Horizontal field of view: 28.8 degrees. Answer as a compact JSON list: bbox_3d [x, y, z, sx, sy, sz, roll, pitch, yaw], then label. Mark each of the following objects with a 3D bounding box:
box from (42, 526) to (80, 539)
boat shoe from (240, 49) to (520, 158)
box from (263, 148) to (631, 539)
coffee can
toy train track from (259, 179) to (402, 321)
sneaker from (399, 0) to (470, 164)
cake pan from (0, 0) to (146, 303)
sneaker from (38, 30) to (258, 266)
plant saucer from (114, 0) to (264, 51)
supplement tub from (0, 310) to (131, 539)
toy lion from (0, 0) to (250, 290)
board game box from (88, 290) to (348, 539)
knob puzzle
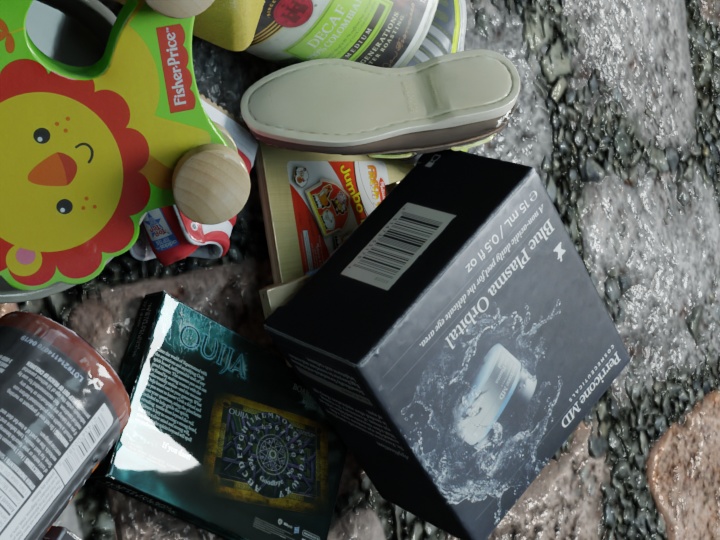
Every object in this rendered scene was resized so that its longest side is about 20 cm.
[{"bbox_3d":[-0.168,0.282,0.884,0.200,0.048,0.160,45,58,-29],"label":"box"},{"bbox_3d":[0.014,-0.112,1.002,0.197,0.060,0.073,-8,64,-5],"label":"boat shoe"},{"bbox_3d":[0.069,0.052,1.020,0.197,0.117,0.201,-47,126,-19],"label":"box"},{"bbox_3d":[-0.059,-0.226,1.002,0.198,0.145,0.149,18,72,-40],"label":"coffee can"},{"bbox_3d":[0.000,0.000,1.060,0.198,0.032,0.116,-19,100,-39],"label":"toy train track"},{"bbox_3d":[0.040,-0.177,1.125,0.080,0.073,0.203,8,67,-43],"label":"sneaker"},{"bbox_3d":[-0.220,-0.083,0.859,0.197,0.037,0.204,-4,100,-22],"label":"cake pan"},{"bbox_3d":[-0.153,-0.076,0.944,0.199,0.071,0.114,28,63,-39],"label":"sneaker"},{"bbox_3d":[-0.119,-0.262,0.842,0.198,0.048,0.203,20,85,-22],"label":"plant saucer"},{"bbox_3d":[-0.229,0.127,0.821,0.107,0.106,0.201,52,54,-24],"label":"supplement tub"},{"bbox_3d":[-0.166,-0.091,0.813,0.189,0.069,0.203,-10,116,-10],"label":"toy lion"},{"bbox_3d":[-0.090,0.118,1.002,0.199,0.028,0.137,33,61,-35],"label":"board game box"},{"bbox_3d":[-0.001,-0.022,1.103,0.218,0.030,0.223,14,70,-41],"label":"knob puzzle"}]
